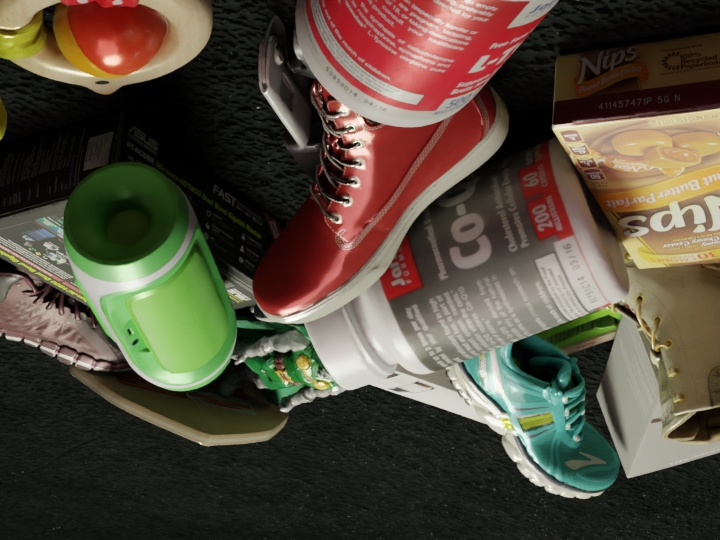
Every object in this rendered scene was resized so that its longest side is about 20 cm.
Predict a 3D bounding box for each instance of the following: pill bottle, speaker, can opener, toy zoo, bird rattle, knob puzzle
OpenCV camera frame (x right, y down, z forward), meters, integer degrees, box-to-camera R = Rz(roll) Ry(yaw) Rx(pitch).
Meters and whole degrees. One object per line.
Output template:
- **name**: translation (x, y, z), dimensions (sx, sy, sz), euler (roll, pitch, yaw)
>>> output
- **pill bottle**: translation (0.064, 0.000, 1.058), dimensions (0.199, 0.114, 0.114), euler (-22, 148, 15)
- **pill bottle**: translation (0.048, -0.161, 0.786), dimensions (0.112, 0.113, 0.200), euler (13, 154, -16)
- **speaker**: translation (-0.136, 0.009, 1.076), dimensions (0.088, 0.089, 0.200), euler (2, 154, 8)
- **can opener**: translation (-0.013, -0.092, 1.019), dimensions (0.066, 0.054, 0.200), euler (-3, 155, 19)
- **toy zoo**: translation (0.112, 0.022, 1.274), dimensions (0.199, 0.021, 0.131), euler (22, 150, -32)
- **bird rattle**: translation (-0.156, -0.156, 0.906), dimensions (0.199, 0.113, 0.163), euler (-30, 151, 32)
- **knob puzzle**: translation (-0.154, 0.112, 1.372), dimensions (0.218, 0.031, 0.220), euler (19, -169, -4)

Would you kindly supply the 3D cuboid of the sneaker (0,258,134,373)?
- **sneaker**: translation (-0.237, 0.020, 1.284), dimensions (0.199, 0.076, 0.116), euler (9, 152, -7)

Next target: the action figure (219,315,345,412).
- **action figure**: translation (-0.065, 0.074, 1.293), dimensions (0.118, 0.055, 0.200), euler (47, 154, -22)

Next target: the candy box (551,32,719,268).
- **candy box**: translation (0.205, -0.070, 1.017), dimensions (0.115, 0.056, 0.200), euler (-5, 153, 24)

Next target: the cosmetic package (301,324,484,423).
- **cosmetic package**: translation (0.051, 0.079, 1.352), dimensions (0.199, 0.051, 0.082), euler (20, 166, -25)

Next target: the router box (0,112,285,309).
- **router box**: translation (-0.169, -0.029, 1.173), dimensions (0.149, 0.063, 0.200), euler (-13, 150, 31)

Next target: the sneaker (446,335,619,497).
- **sneaker**: translation (0.145, 0.106, 1.273), dimensions (0.079, 0.078, 0.200), euler (-27, 120, 33)

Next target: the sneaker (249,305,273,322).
- **sneaker**: translation (0.000, 0.000, 1.207), dimensions (0.079, 0.078, 0.199), euler (13, 165, -39)

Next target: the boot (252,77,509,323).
- **boot**: translation (-0.017, -0.060, 0.964), dimensions (0.200, 0.072, 0.144), euler (-46, 147, 10)

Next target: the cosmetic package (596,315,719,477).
- **cosmetic package**: translation (0.257, 0.085, 1.279), dimensions (0.106, 0.091, 0.200), euler (-15, 153, -4)

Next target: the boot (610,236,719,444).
- **boot**: translation (0.207, 0.043, 1.137), dimensions (0.198, 0.156, 0.072), euler (-2, 152, 12)
